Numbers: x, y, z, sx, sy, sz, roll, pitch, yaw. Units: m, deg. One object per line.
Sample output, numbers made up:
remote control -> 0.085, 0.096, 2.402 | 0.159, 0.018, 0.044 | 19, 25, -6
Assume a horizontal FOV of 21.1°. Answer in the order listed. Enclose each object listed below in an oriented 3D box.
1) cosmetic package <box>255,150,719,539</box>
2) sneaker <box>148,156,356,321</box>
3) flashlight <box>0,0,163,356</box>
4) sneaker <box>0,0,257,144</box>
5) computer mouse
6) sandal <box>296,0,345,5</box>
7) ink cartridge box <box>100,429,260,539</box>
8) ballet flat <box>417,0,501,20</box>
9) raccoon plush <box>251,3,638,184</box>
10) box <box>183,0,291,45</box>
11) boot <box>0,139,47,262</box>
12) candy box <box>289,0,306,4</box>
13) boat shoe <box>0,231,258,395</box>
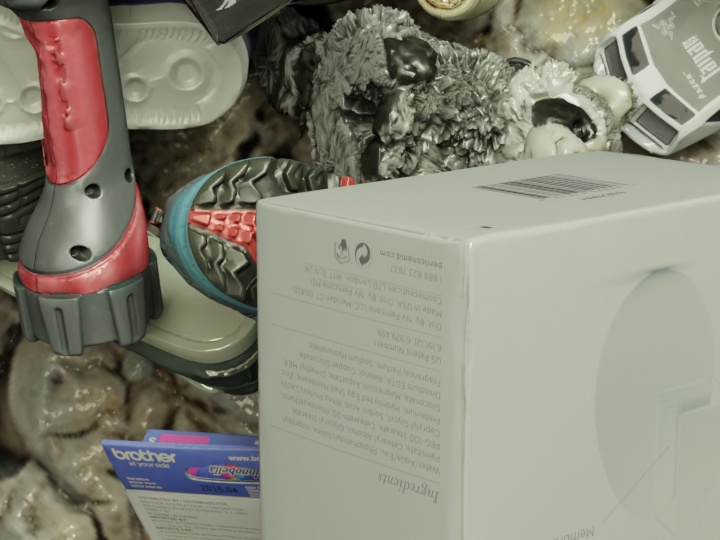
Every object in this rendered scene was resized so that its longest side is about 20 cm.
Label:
cosmetic package -> 0.069, 0.066, 0.759 | 0.122, 0.198, 0.202 | 11, 106, 47
sneaker -> 0.000, 0.000, 0.845 | 0.199, 0.095, 0.080 | 24, 80, -27
flashlight -> -0.131, -0.066, 0.841 | 0.067, 0.068, 0.202 | -10, 116, -7
sneaker -> -0.149, -0.123, 0.933 | 0.198, 0.147, 0.081 | 3, 116, -7
computer mouse -> 0.155, -0.094, 0.930 | 0.199, 0.044, 0.110 | -33, 78, 12
sandal -> 0.036, -0.181, 0.944 | 0.199, 0.057, 0.081 | -21, 84, 7
ink cartridge box -> -0.029, 0.130, 0.872 | 0.118, 0.201, 0.042 | 1, 48, 22
ballet flat -> 0.045, -0.210, 0.866 | 0.067, 0.062, 0.202 | 3, 111, 23
raccoon plush -> 0.043, -0.089, 0.916 | 0.133, 0.201, 0.097 | 1, 127, -27
box -> -0.107, -0.210, 0.797 | 0.048, 0.201, 0.159 | -32, 37, -5
boot -> -0.223, -0.051, 0.923 | 0.131, 0.198, 0.068 | 49, 139, 40
candy box -> -0.029, -0.248, 0.851 | 0.076, 0.201, 0.170 | -11, 56, -15
boat shoe -> -0.124, 0.007, 0.955 | 0.199, 0.062, 0.073 | 24, 66, 29
